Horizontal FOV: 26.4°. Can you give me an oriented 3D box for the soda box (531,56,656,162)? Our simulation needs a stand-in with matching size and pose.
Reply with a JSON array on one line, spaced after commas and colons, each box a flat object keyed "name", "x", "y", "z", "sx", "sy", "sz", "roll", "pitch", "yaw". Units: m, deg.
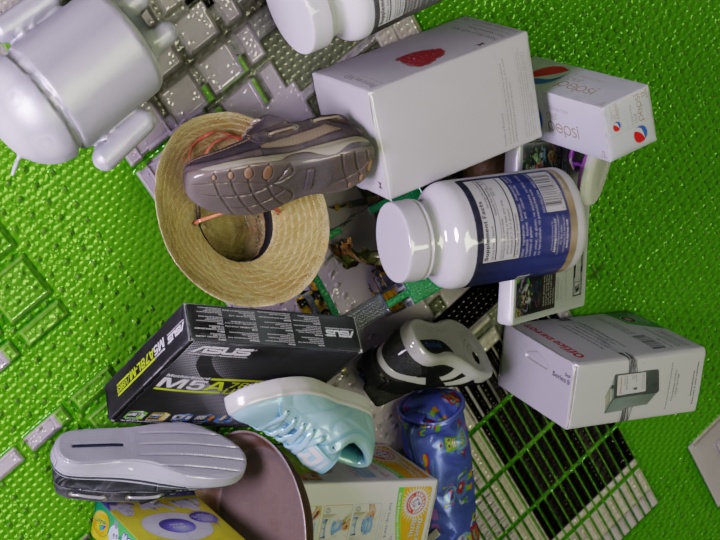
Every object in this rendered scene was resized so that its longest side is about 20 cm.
[{"name": "soda box", "x": 0.226, "y": -0.176, "z": 1.651, "sx": 0.068, "sy": 0.200, "sz": 0.064, "roll": -26, "pitch": 117, "yaw": -22}]

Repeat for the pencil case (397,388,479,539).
[{"name": "pencil case", "x": 0.091, "y": 0.238, "z": 1.778, "sx": 0.087, "sy": 0.077, "sz": 0.202, "roll": -34, "pitch": 123, "yaw": -48}]

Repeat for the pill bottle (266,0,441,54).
[{"name": "pill bottle", "x": 0.010, "y": -0.299, "z": 1.527, "sx": 0.199, "sy": 0.116, "sz": 0.117, "roll": -28, "pitch": 119, "yaw": -21}]

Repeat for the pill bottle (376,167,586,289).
[{"name": "pill bottle", "x": 0.122, "y": -0.041, "z": 1.574, "sx": 0.198, "sy": 0.111, "sz": 0.112, "roll": -8, "pitch": 110, "yaw": -23}]

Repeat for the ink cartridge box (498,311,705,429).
[{"name": "ink cartridge box", "x": 0.283, "y": 0.114, "z": 1.818, "sx": 0.198, "sy": 0.146, "sz": 0.085, "roll": -4, "pitch": 109, "yaw": -30}]

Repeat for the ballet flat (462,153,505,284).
[{"name": "ballet flat", "x": 0.157, "y": -0.052, "z": 1.722, "sx": 0.067, "sy": 0.073, "sz": 0.201, "roll": -6, "pitch": 122, "yaw": 18}]

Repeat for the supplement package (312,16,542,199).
[{"name": "supplement package", "x": 0.071, "y": -0.173, "z": 1.603, "sx": 0.199, "sy": 0.121, "sz": 0.121, "roll": -24, "pitch": 117, "yaw": -24}]

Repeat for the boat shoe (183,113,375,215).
[{"name": "boat shoe", "x": -0.085, "y": -0.108, "z": 1.500, "sx": 0.198, "sy": 0.074, "sz": 0.075, "roll": -10, "pitch": 142, "yaw": -26}]

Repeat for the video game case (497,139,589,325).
[{"name": "video game case", "x": 0.210, "y": -0.049, "z": 1.736, "sx": 0.181, "sy": 0.023, "sz": 0.202, "roll": -10, "pitch": 105, "yaw": -55}]

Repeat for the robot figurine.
[{"name": "robot figurine", "x": -0.260, "y": -0.175, "z": 1.400, "sx": 0.200, "sy": 0.113, "sz": 0.170, "roll": -40, "pitch": 95, "yaw": -15}]

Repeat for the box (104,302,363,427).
[{"name": "box", "x": -0.130, "y": 0.100, "z": 1.543, "sx": 0.198, "sy": 0.193, "sz": 0.048, "roll": 7, "pitch": 61, "yaw": -34}]

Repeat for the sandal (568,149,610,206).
[{"name": "sandal", "x": 0.257, "y": -0.140, "z": 1.730, "sx": 0.203, "sy": 0.049, "sz": 0.083, "roll": -63, "pitch": 155, "yaw": -51}]

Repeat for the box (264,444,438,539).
[{"name": "box", "x": -0.030, "y": 0.258, "z": 1.689, "sx": 0.198, "sy": 0.112, "sz": 0.102, "roll": 4, "pitch": 104, "yaw": -34}]

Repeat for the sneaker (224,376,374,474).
[{"name": "sneaker", "x": -0.052, "y": 0.161, "z": 1.559, "sx": 0.199, "sy": 0.083, "sz": 0.074, "roll": 13, "pitch": 143, "yaw": -43}]

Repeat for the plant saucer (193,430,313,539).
[{"name": "plant saucer", "x": -0.108, "y": 0.267, "z": 1.593, "sx": 0.032, "sy": 0.200, "sz": 0.202, "roll": 1, "pitch": 105, "yaw": -40}]

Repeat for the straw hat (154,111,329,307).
[{"name": "straw hat", "x": -0.133, "y": -0.049, "z": 1.536, "sx": 0.199, "sy": 0.085, "sz": 0.203, "roll": 10, "pitch": 68, "yaw": -27}]

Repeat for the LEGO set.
[{"name": "LEGO set", "x": 0.000, "y": 0.000, "z": 1.647, "sx": 0.199, "sy": 0.116, "sz": 0.154, "roll": -38, "pitch": 93, "yaw": -20}]

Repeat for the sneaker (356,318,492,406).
[{"name": "sneaker", "x": 0.062, "y": 0.108, "z": 1.733, "sx": 0.111, "sy": 0.074, "sz": 0.199, "roll": -33, "pitch": 155, "yaw": 21}]

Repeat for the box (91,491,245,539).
[{"name": "box", "x": -0.183, "y": 0.282, "z": 1.548, "sx": 0.116, "sy": 0.200, "sz": 0.049, "roll": 2, "pitch": 106, "yaw": -33}]

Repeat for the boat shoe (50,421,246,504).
[{"name": "boat shoe", "x": -0.218, "y": 0.202, "z": 1.571, "sx": 0.198, "sy": 0.072, "sz": 0.071, "roll": 6, "pitch": 132, "yaw": -11}]
